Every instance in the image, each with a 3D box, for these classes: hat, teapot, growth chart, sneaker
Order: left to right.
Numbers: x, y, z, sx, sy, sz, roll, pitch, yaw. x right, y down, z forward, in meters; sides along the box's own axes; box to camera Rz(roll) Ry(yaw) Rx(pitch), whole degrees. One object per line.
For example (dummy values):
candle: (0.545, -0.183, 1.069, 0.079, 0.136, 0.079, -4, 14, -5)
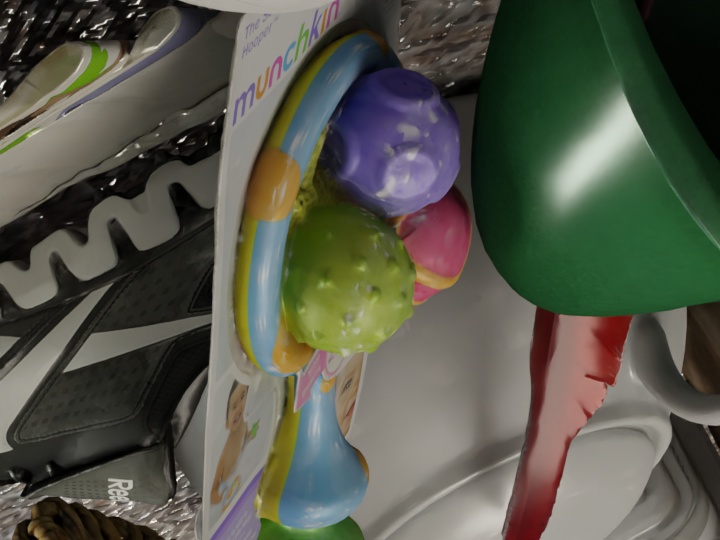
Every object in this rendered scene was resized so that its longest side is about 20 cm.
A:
growth chart: (-0.088, -0.033, 0.798, 0.200, 0.018, 0.145, -29, 174, 6)
sneaker: (-0.097, 0.039, 0.883, 0.200, 0.091, 0.066, -29, 180, 3)
teapot: (0.035, 0.043, 0.992, 0.197, 0.146, 0.200, -22, 158, -14)
hat: (0.039, -0.023, 0.822, 0.176, 0.201, 0.166, -24, 177, 30)

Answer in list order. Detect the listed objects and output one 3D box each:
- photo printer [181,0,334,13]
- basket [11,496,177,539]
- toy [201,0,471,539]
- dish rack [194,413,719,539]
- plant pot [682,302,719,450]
photo printer: (0.011, -0.132, 0.639, 0.200, 0.070, 0.166, -30, 160, 10)
basket: (-0.070, 0.197, 0.910, 0.143, 0.200, 0.149, 26, 116, -38)
toy: (0.000, 0.000, 0.809, 0.115, 0.047, 0.201, -53, 158, -52)
dish rack: (0.030, 0.091, 1.108, 0.200, 0.172, 0.044, -30, 128, 5)
plant pot: (0.206, 0.016, 1.051, 0.174, 0.201, 0.200, -27, 159, -4)
